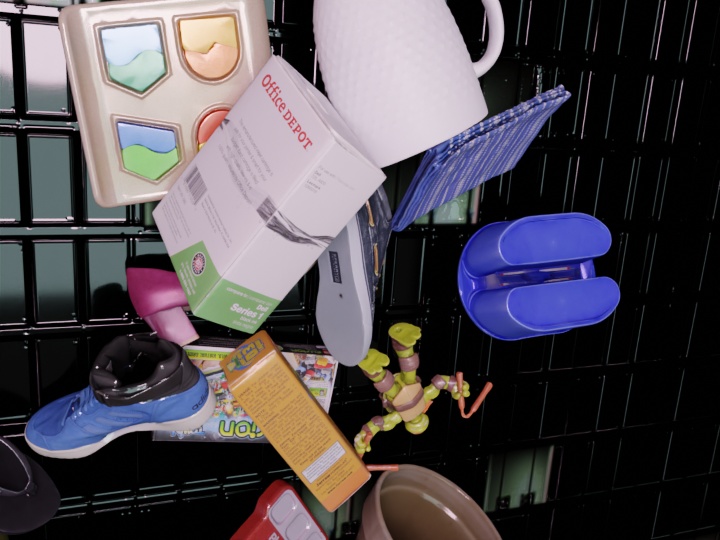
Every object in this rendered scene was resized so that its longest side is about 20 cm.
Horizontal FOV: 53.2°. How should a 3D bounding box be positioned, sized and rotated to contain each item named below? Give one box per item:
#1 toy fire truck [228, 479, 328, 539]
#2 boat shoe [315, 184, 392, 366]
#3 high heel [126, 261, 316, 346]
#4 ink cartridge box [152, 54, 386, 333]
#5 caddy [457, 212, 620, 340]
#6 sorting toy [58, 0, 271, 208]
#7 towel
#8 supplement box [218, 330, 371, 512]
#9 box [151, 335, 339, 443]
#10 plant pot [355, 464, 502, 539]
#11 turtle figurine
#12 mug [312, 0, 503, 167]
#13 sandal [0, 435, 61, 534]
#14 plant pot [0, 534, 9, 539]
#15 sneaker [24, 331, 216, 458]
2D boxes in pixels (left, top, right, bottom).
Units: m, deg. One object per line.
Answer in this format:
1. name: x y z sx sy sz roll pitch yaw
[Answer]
1. toy fire truck: -0.095 0.375 0.857 0.168 0.111 0.202 -44 118 -25
2. boat shoe: 0.000 0.000 0.788 0.090 0.069 0.205 -33 127 -47
3. high heel: -0.141 0.000 0.753 0.197 0.067 0.098 -29 91 -24
4. ink cartridge box: -0.089 -0.069 0.663 0.200 0.147 0.084 -47 140 15
5. caddy: 0.213 0.007 0.869 0.195 0.105 0.146 -5 83 -20
6. sorting toy: -0.175 -0.166 0.701 0.195 0.036 0.190 -12 109 -18
7. towel: 0.126 -0.115 0.767 0.197 0.145 0.024 -29 73 -27
8. supplement box: -0.070 0.165 0.782 0.068 0.066 0.202 -38 116 -6
9. box: -0.128 0.135 0.806 0.195 0.035 0.113 6 103 -23
10. plant pot: 0.059 0.376 0.878 0.196 0.201 0.176 23 112 -25
11. turtle figurine: 0.061 0.141 0.864 0.196 0.065 0.164 -27 125 -8
12. mug: 0.052 -0.222 0.711 0.196 0.148 0.179 -26 104 -6
13. sandal: -0.372 0.185 0.698 0.042 0.077 0.201 -20 120 32
14. plant pot: -0.400 0.322 0.667 0.195 0.190 0.206 -6 107 -19
15. sneaker: -0.249 0.116 0.695 0.194 0.078 0.113 -9 136 7
